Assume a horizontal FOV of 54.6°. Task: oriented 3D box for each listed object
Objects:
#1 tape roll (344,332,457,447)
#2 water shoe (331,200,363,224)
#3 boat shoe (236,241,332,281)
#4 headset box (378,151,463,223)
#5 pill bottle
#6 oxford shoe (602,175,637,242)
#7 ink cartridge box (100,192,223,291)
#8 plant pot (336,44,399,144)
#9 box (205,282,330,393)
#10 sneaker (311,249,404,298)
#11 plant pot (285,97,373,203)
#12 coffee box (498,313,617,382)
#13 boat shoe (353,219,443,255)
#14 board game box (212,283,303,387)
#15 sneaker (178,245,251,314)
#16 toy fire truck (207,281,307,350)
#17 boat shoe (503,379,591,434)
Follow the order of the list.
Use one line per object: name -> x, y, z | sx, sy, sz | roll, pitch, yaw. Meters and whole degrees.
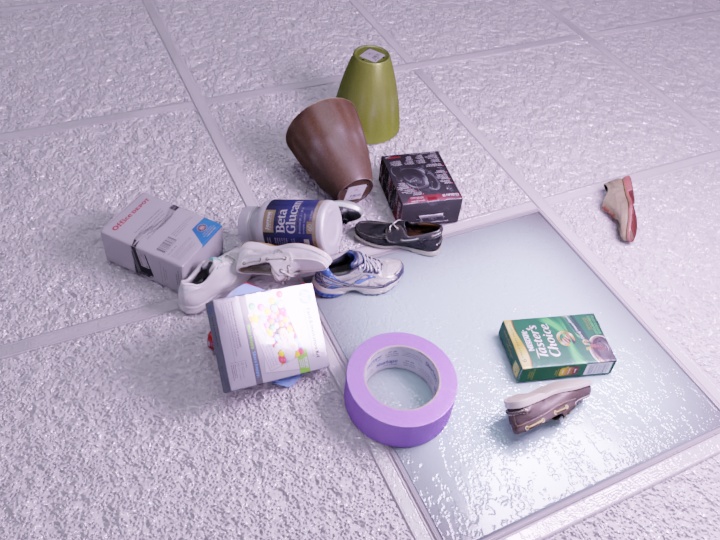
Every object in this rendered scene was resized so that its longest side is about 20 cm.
tape roll -> 0.070, 0.207, 1.236 | 0.196, 0.066, 0.202 | 3, 46, -3
water shoe -> -0.090, -0.101, 1.529 | 0.196, 0.072, 0.080 | -4, 67, -4
boat shoe -> -0.151, -0.009, 1.362 | 0.197, 0.071, 0.070 | 2, 59, 22
headset box -> 0.139, -0.183, 1.617 | 0.146, 0.078, 0.202 | -8, 48, -13
pill bottle -> -0.145, -0.088, 1.420 | 0.196, 0.112, 0.112 | 2, 42, 21
oxford shoe -> 0.613, -0.140, 1.655 | 0.074, 0.071, 0.202 | -8, 42, 24
ink cartridge box -> -0.401, -0.058, 1.423 | 0.197, 0.085, 0.145 | 22, 47, 13
plant pot -> 0.021, -0.462, 1.787 | 0.183, 0.202, 0.189 | 4, 45, -4
box -> -0.160, 0.115, 1.229 | 0.197, 0.041, 0.159 | -8, 82, -35
sneaker -> 0.000, 0.000, 1.415 | 0.197, 0.086, 0.078 | -11, 48, -17
plant pot -> -0.052, -0.258, 1.616 | 0.184, 0.188, 0.202 | -17, 64, -22
coffee box -> 0.378, 0.147, 1.346 | 0.196, 0.044, 0.124 | -3, 46, -10
boat shoe -> 0.083, -0.087, 1.525 | 0.196, 0.068, 0.073 | 9, 47, 4
board game box -> -0.179, 0.120, 1.266 | 0.198, 0.039, 0.161 | 21, 67, -27
sneaker -> -0.279, -0.001, 1.380 | 0.074, 0.089, 0.200 | 27, 48, 21
toy fire truck -> -0.186, 0.091, 1.329 | 0.139, 0.049, 0.201 | 22, 50, 9
boat shoe -> 0.339, 0.238, 1.242 | 0.197, 0.071, 0.061 | -9, 87, -33
